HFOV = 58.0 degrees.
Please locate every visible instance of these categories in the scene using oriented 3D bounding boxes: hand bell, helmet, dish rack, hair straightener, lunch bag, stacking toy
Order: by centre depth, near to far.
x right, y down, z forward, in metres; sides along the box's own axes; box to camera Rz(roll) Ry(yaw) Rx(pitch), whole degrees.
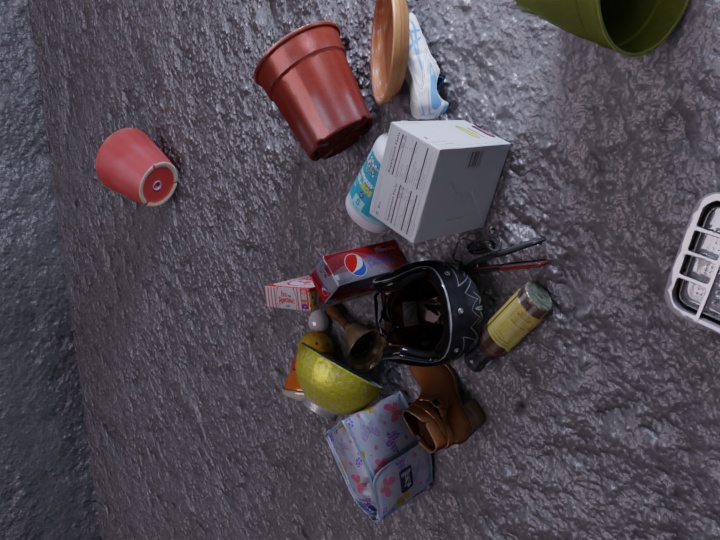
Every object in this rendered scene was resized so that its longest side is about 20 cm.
[{"bbox_3d":[0.506,0.008,0.821,0.198,0.043,0.177,30,120,39],"label":"dish rack"},{"bbox_3d":[0.233,-0.037,1.120,0.197,0.040,0.080,-8,93,53],"label":"hair straightener"},{"bbox_3d":[0.123,0.075,1.147,0.184,0.200,0.207,-8,95,11],"label":"helmet"},{"bbox_3d":[0.050,0.376,1.318,0.127,0.166,0.204,-43,69,52],"label":"lunch bag"},{"bbox_3d":[-0.030,0.118,1.422,0.200,0.102,0.107,46,131,46],"label":"hand bell"},{"bbox_3d":[-0.107,0.193,1.496,0.144,0.143,0.207,-2,83,47],"label":"stacking toy"}]

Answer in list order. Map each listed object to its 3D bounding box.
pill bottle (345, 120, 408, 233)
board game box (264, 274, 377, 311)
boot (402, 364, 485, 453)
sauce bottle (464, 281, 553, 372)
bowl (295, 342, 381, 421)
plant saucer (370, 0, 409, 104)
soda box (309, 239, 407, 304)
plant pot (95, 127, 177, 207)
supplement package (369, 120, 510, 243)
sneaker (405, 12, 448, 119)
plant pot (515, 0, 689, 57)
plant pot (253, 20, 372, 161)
[{"bbox_3d":[0.055,-0.178,1.220,0.112,0.109,0.202,52,132,24],"label":"pill bottle"},{"bbox_3d":[-0.079,0.039,1.354,0.149,0.197,0.048,1,102,45],"label":"board game box"},{"bbox_3d":[0.126,0.242,1.212,0.199,0.152,0.075,41,127,33],"label":"boot"},{"bbox_3d":[0.247,0.103,1.114,0.066,0.064,0.201,56,135,21],"label":"sauce bottle"},{"bbox_3d":[-0.063,0.245,1.349,0.197,0.199,0.110,23,83,41],"label":"bowl"},{"bbox_3d":[0.053,-0.403,1.161,0.200,0.036,0.207,179,90,-80],"label":"plant saucer"},{"bbox_3d":[0.000,0.000,1.257,0.071,0.197,0.064,58,134,18],"label":"soda box"},{"bbox_3d":[-0.647,-0.291,1.914,0.175,0.198,0.205,33,123,24],"label":"plant pot"},{"bbox_3d":[0.132,-0.153,1.074,0.110,0.197,0.160,34,123,34],"label":"supplement package"},{"bbox_3d":[0.109,-0.364,1.159,0.072,0.070,0.206,122,140,-72],"label":"sneaker"},{"bbox_3d":[0.303,-0.402,0.853,0.192,0.195,0.206,36,125,50],"label":"plant pot"},{"bbox_3d":[-0.080,-0.341,1.283,0.199,0.198,0.199,-34,84,46],"label":"plant pot"}]
